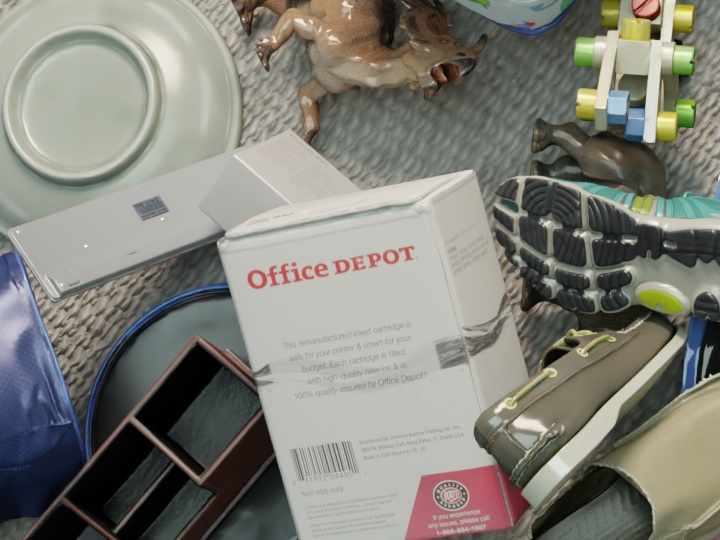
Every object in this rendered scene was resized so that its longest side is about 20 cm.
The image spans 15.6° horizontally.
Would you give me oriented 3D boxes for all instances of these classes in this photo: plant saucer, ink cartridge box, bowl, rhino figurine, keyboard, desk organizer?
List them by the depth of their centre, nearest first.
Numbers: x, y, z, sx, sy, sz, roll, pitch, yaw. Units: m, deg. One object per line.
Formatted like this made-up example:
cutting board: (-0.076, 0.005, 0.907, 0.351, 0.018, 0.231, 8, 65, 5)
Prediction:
ink cartridge box: (0.016, 0.054, 1.550, 0.145, 0.085, 0.201, -10, 102, 27)
desk organizer: (-0.131, 0.139, 1.613, 0.072, 0.077, 0.200, 40, 89, 17)
rhino figurine: (0.144, 0.008, 1.633, 0.087, 0.060, 0.201, 4, 82, 3)
keyboard: (-0.128, -0.032, 1.658, 0.200, 0.011, 0.056, -22, 63, -38)
bowl: (-0.083, 0.103, 1.671, 0.200, 0.039, 0.202, -3, 77, 12)
plant saucer: (-0.178, -0.105, 1.730, 0.199, 0.050, 0.201, -2, 78, 11)

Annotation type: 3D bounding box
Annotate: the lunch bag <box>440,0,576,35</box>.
lunch bag: (0.099, -0.254, 1.598, 0.160, 0.082, 0.201, 29, 82, 14)

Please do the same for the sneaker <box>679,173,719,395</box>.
sneaker: (0.244, 0.027, 1.603, 0.078, 0.070, 0.201, 9, 81, 15)

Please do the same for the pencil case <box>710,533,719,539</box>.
pencil case: (0.231, 0.161, 1.571, 0.199, 0.087, 0.083, -2, 56, 12)

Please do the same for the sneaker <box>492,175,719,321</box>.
sneaker: (0.174, -0.014, 1.569, 0.199, 0.080, 0.078, 14, 115, 24)

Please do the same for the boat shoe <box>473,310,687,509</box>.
boat shoe: (0.129, 0.066, 1.519, 0.060, 0.202, 0.072, 41, 125, 7)

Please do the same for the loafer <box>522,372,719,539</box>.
loafer: (0.171, 0.128, 1.514, 0.200, 0.068, 0.076, -41, 66, -5)

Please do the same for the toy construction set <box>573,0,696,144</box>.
toy construction set: (0.182, -0.168, 1.625, 0.092, 0.131, 0.201, 19, 83, 14)

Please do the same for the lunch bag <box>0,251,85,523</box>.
lunch bag: (-0.251, 0.089, 1.633, 0.132, 0.200, 0.136, -18, 70, -10)

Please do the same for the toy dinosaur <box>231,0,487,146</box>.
toy dinosaur: (-0.005, -0.166, 1.693, 0.135, 0.086, 0.201, -27, 64, -1)

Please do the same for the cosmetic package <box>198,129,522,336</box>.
cosmetic package: (0.000, 0.000, 1.638, 0.200, 0.082, 0.051, 41, 119, 11)
